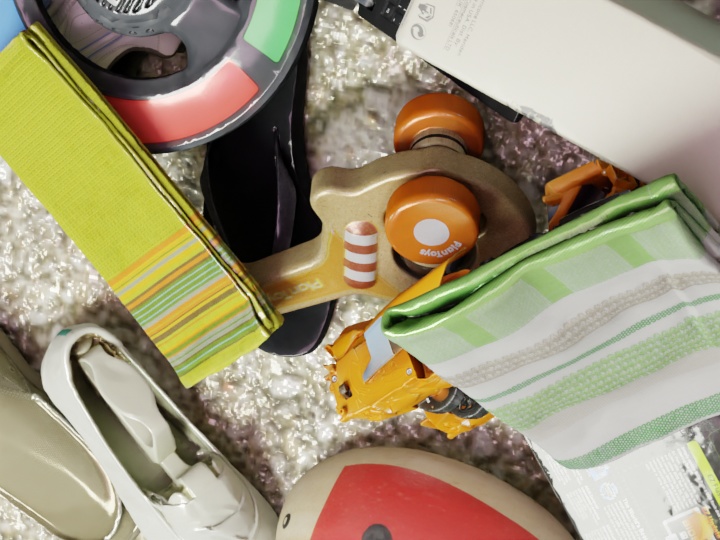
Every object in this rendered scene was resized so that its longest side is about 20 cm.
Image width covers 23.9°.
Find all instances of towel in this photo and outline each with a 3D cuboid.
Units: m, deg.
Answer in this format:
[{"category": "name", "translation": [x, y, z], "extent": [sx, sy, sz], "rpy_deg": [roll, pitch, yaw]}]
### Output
[{"category": "towel", "translation": [0.117, 0.035, 0.780], "extent": [0.149, 0.200, 0.031], "rpy_deg": [-28, 57, 20]}, {"category": "towel", "translation": [-0.129, -0.029, 0.891], "extent": [0.200, 0.018, 0.086], "rpy_deg": [51, 131, -6]}]

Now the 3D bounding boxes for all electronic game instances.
[{"category": "electronic game", "translation": [-0.114, -0.159, 0.867], "extent": [0.198, 0.042, 0.202], "rpy_deg": [4, 104, 16]}]

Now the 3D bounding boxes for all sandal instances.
[{"category": "sandal", "translation": [-0.060, -0.047, 0.942], "extent": [0.076, 0.043, 0.202], "rpy_deg": [-3, 103, 19]}]

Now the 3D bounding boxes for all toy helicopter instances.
[{"category": "toy helicopter", "translation": [0.000, 0.000, 0.897], "extent": [0.199, 0.079, 0.132], "rpy_deg": [-18, 132, 23]}]

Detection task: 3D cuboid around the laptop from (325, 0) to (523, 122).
[{"category": "laptop", "translation": [0.019, -0.199, 0.839], "extent": [0.200, 0.103, 0.178], "rpy_deg": [40, 117, 35]}]

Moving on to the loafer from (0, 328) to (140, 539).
[{"category": "loafer", "translation": [-0.213, 0.097, 1.020], "extent": [0.200, 0.068, 0.076], "rpy_deg": [44, 113, 4]}]

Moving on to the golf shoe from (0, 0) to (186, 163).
[{"category": "golf shoe", "translation": [-0.179, -0.091, 0.960], "extent": [0.097, 0.078, 0.200], "rpy_deg": [43, 114, -2]}]

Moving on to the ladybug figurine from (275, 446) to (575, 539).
[{"category": "ladybug figurine", "translation": [0.036, 0.171, 0.936], "extent": [0.199, 0.072, 0.137], "rpy_deg": [11, 116, 25]}]

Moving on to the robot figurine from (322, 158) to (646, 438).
[{"category": "robot figurine", "translation": [0.083, 0.014, 0.826], "extent": [0.200, 0.145, 0.059], "rpy_deg": [-37, 60, 27]}]

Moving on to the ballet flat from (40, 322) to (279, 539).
[{"category": "ballet flat", "translation": [-0.112, 0.110, 0.982], "extent": [0.069, 0.069, 0.200], "rpy_deg": [-43, 85, 23]}]

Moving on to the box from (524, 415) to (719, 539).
[{"category": "box", "translation": [0.198, 0.095, 0.888], "extent": [0.192, 0.047, 0.201], "rpy_deg": [-29, 92, 21]}]

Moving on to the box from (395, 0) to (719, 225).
[{"category": "box", "translation": [0.123, -0.091, 0.776], "extent": [0.199, 0.082, 0.069], "rpy_deg": [32, 113, 14]}]
